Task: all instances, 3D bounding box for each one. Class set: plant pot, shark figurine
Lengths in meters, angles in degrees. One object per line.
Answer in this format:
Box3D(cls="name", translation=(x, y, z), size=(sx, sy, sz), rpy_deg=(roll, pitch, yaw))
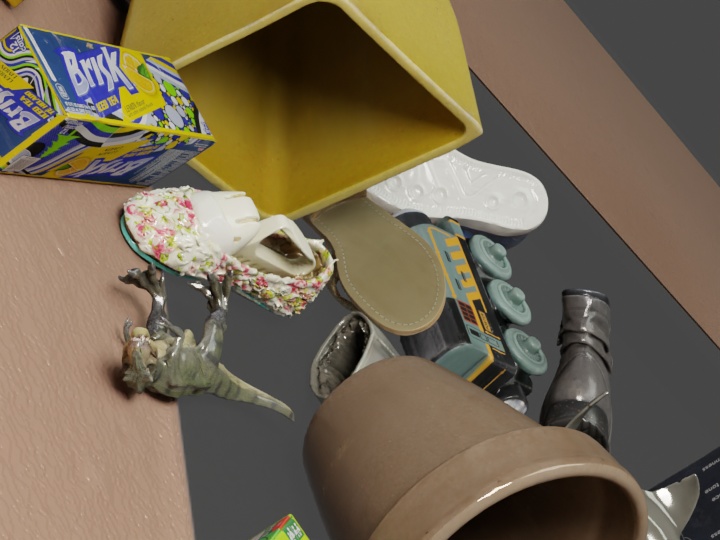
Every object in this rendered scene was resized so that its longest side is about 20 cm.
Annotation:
Box3D(cls="plant pot", translation=(-0.047, -0.187, 1.510), size=(0.194, 0.195, 0.200), rpy_deg=(39, 38, -43))
Box3D(cls="plant pot", translation=(0.050, 0.149, 1.309), size=(0.200, 0.200, 0.175), rpy_deg=(35, 9, -48))
Box3D(cls="shark figurine", translation=(0.200, 0.164, 1.501), size=(0.215, 0.089, 0.128), rpy_deg=(55, 2, -19))

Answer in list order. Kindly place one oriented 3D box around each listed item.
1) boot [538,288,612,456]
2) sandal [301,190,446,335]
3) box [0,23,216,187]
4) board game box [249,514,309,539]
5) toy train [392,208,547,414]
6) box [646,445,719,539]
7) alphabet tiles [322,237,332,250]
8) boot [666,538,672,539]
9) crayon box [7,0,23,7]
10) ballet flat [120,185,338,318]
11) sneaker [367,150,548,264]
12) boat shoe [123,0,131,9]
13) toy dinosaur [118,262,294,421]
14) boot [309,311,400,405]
Box3D(cls="boot", translation=(0.177, 0.109, 1.658), size=(0.200, 0.070, 0.132), rpy_deg=(95, 3, -59))
Box3D(cls="sandal", translation=(0.005, -0.002, 1.598), size=(0.212, 0.078, 0.070), rpy_deg=(54, -23, 41))
Box3D(cls="box", translation=(-0.173, -0.100, 1.314), size=(0.070, 0.064, 0.200), rpy_deg=(60, 18, 12))
Box3D(cls="board game box", translation=(-0.052, 0.213, 1.108), size=(0.102, 0.048, 0.200), rpy_deg=(55, 18, -2))
Box3D(cls="toy train", translation=(0.076, 0.032, 1.658), size=(0.114, 0.085, 0.200), rpy_deg=(27, 32, -38))
Box3D(cls="box", translation=(0.301, 0.262, 1.677), size=(0.124, 0.200, 0.197), rpy_deg=(45, 21, -28))
Box3D(cls="alphabet tiles", translation=(0.019, -0.012, 1.731), size=(0.196, 0.015, 0.200), rpy_deg=(61, 18, 15))
Box3D(cls="boot", translation=(0.164, 0.280, 1.338), size=(0.069, 0.174, 0.200), rpy_deg=(43, 22, -35))
Box3D(cls="crayon box", translation=(-0.254, -0.263, 1.409), size=(0.127, 0.051, 0.200), rpy_deg=(47, 19, -25))
Box3D(cls="ballet flat", translation=(-0.084, -0.022, 1.408), size=(0.200, 0.064, 0.076), rpy_deg=(24, 37, -57))
Box3D(cls="sneaker", translation=(0.052, -0.064, 1.794), size=(0.200, 0.146, 0.081), rpy_deg=(16, 76, -14))
Box3D(cls="boat shoe", translation=(-0.131, -0.209, 1.616), size=(0.200, 0.073, 0.065), rpy_deg=(3, 59, -56))
Box3D(cls="toy dinosaur", translation=(-0.104, 0.043, 1.276), size=(0.200, 0.047, 0.088), rpy_deg=(21, 53, -61))
Box3D(cls="boot", translation=(0.046, 0.111, 1.521), size=(0.200, 0.073, 0.182), rpy_deg=(45, 20, -15))
